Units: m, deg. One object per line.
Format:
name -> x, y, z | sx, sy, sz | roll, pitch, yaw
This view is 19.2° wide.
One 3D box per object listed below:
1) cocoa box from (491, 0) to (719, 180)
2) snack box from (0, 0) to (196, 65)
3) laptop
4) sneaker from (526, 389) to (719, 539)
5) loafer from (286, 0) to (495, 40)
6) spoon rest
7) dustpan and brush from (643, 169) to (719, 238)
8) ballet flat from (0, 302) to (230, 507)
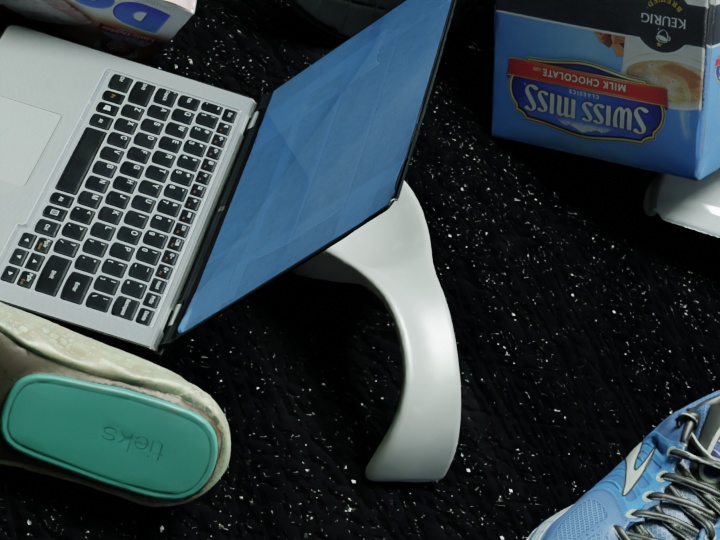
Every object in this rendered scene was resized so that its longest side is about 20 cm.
cocoa box -> 0.177, -0.145, 1.175 | 0.133, 0.132, 0.200 | 15, 26, 31
snack box -> -0.179, -0.148, 0.989 | 0.200, 0.072, 0.024 | 18, 65, -20
laptop -> -0.077, -0.068, 0.902 | 0.200, 0.116, 0.187 | 18, 39, 0
sneaker -> 0.135, 0.101, 0.930 | 0.078, 0.089, 0.200 | 38, 36, 8
loafer -> 0.012, -0.172, 1.175 | 0.072, 0.073, 0.200 | 43, 26, 27
spoon rest -> 0.000, 0.000, 0.967 | 0.099, 0.061, 0.200 | 3, 46, -32
dustpan and brush -> 0.234, -0.054, 1.226 | 0.139, 0.057, 0.200 | 18, 43, 0
ballet flat -> -0.145, 0.041, 0.823 | 0.200, 0.068, 0.062 | 24, 9, -18
